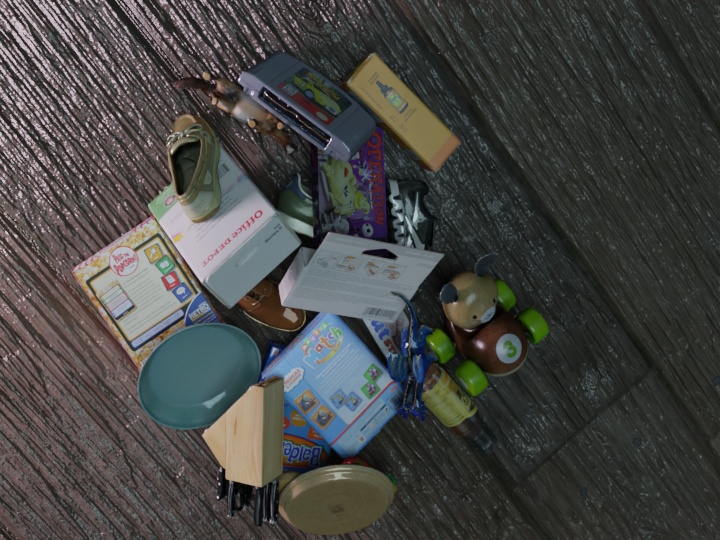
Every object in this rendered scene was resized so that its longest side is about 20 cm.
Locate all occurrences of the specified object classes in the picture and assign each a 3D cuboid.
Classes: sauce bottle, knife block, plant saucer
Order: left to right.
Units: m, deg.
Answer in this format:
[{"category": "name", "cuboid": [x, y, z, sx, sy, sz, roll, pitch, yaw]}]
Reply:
[{"category": "plant saucer", "cuboid": [-0.251, 0.156, 1.466, 0.196, 0.036, 0.204, -15, 127, -20]}, {"category": "knife block", "cuboid": [-0.151, 0.287, 1.444, 0.200, 0.064, 0.177, -43, 79, 25]}, {"category": "sauce bottle", "cuboid": [0.157, 0.231, 1.573, 0.066, 0.066, 0.200, -43, 118, -1]}]

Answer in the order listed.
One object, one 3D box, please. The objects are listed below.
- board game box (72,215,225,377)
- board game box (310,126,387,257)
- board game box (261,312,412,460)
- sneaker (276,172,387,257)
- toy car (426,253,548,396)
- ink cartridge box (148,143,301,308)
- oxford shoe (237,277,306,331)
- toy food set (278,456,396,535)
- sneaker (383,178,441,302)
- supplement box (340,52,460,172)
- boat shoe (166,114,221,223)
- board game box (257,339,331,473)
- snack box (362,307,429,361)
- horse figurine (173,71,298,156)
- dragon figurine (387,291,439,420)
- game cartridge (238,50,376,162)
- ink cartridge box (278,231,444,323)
[{"category": "board game box", "cuboid": [-0.323, 0.041, 1.455, 0.150, 0.046, 0.202, -32, 105, -4]}, {"category": "board game box", "cuboid": [-0.017, -0.125, 1.450, 0.118, 0.032, 0.205, 3, 79, -31]}, {"category": "board game box", "cuboid": [-0.037, 0.181, 1.498, 0.151, 0.037, 0.200, -44, 105, -4]}, {"category": "sneaker", "cuboid": [-0.035, -0.087, 1.479, 0.196, 0.067, 0.092, 20, 100, -12]}, {"category": "toy car", "cuboid": [0.185, 0.061, 1.470, 0.163, 0.158, 0.202, -37, 142, -12]}, {"category": "ink cartridge box", "cuboid": [-0.200, -0.068, 1.379, 0.145, 0.200, 0.088, -42, 139, -2]}, {"category": "oxford shoe", "cuboid": [-0.167, 0.038, 1.476, 0.198, 0.071, 0.072, 34, 91, -17]}, {"category": "toy food set", "cuboid": [-0.041, 0.364, 1.523, 0.197, 0.049, 0.198, -29, 133, 18]}, {"category": "sneaker", "cuboid": [0.089, -0.051, 1.513, 0.088, 0.066, 0.205, -9, 99, -7]}, {"category": "supplement box", "cuboid": [0.062, -0.245, 1.474, 0.200, 0.069, 0.067, 43, 89, -17]}, {"category": "boat shoe", "cuboid": [-0.247, -0.161, 1.365, 0.072, 0.204, 0.063, -22, 142, 15]}, {"category": "board game box", "cuboid": [-0.108, 0.233, 1.534, 0.149, 0.045, 0.204, 17, 97, -14]}, {"category": "snack box", "cuboid": [0.044, 0.081, 1.548, 0.071, 0.024, 0.202, -32, 105, -4]}, {"category": "horse figurine", "cuboid": [-0.176, -0.241, 1.408, 0.198, 0.133, 0.051, 31, 96, -2]}, {"category": "dragon figurine", "cuboid": [0.078, 0.137, 1.452, 0.058, 0.100, 0.203, 3, 126, 21]}, {"category": "game cartridge", "cuboid": [-0.073, -0.248, 1.403, 0.198, 0.133, 0.041, 36, 121, 1]}, {"category": "ink cartridge box", "cuboid": [0.000, 0.000, 1.414, 0.196, 0.045, 0.177, 10, 136, -27]}]
